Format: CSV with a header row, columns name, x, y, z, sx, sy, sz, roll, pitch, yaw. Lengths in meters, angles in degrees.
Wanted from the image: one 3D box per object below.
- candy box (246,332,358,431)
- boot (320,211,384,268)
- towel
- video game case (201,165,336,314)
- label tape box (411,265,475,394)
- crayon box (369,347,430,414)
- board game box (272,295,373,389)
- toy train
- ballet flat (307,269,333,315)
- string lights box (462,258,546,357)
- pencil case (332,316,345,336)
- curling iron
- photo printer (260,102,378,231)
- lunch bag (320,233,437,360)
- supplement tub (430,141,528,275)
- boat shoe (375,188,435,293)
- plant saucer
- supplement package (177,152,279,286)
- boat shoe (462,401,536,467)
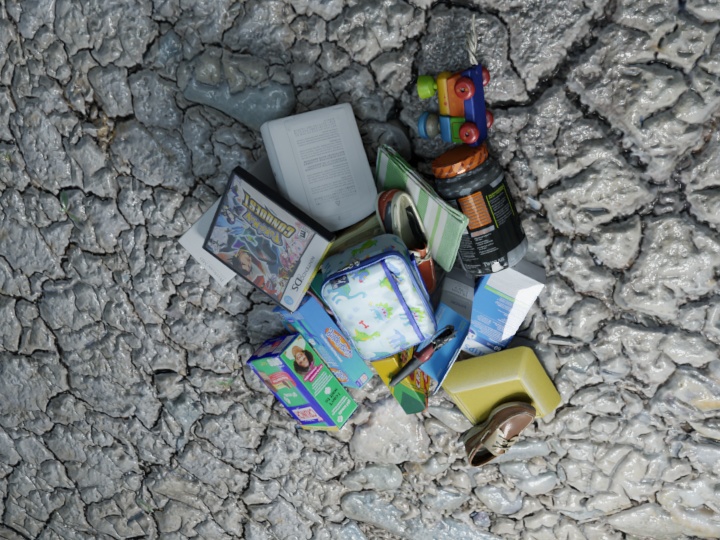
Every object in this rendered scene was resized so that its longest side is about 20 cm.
name,x,y,z,sx,sy,sz,roll,pitch,yaw
candy box,-0.121,0.232,1.512,0.201,0.077,0.168,50,150,-13
boot,0.000,0.000,1.290,0.199,0.073,0.157,-32,103,-15
towel,0.095,-0.106,1.252,0.200,0.023,0.153,44,154,20
video game case,-0.157,-0.047,1.229,0.199,0.026,0.182,35,129,4
label tape box,0.146,0.101,1.321,0.065,0.201,0.144,23,122,0
crayon box,0.074,0.161,1.390,0.050,0.128,0.201,-13,131,24
board game box,-0.076,0.141,1.460,0.201,0.045,0.152,54,157,-14
toy train,0.141,-0.303,1.182,0.114,0.085,0.202,6,120,30
ballet flat,-0.087,0.015,1.366,0.200,0.069,0.071,46,166,19
string lights box,0.249,0.069,1.355,0.102,0.059,0.202,26,122,2
pencil case,-0.008,0.028,1.402,0.089,0.083,0.203,0,119,-5
curling iron,0.101,0.148,1.267,0.026,0.049,0.200,57,137,15
photo printer,-0.064,-0.167,1.244,0.164,0.069,0.203,-17,88,-16
lunch bag,0.034,0.046,1.228,0.159,0.083,0.201,-21,123,10
supplement tub,0.197,-0.104,1.240,0.121,0.123,0.202,-15,112,24
boat shoe,0.086,-0.044,1.245,0.062,0.071,0.202,8,125,55
plant saucer,0.262,0.238,1.409,0.198,0.049,0.200,-17,133,25
supplement package,-0.209,-0.090,1.329,0.121,0.120,0.199,46,122,-10
boat shoe,0.267,0.317,1.405,0.075,0.072,0.201,20,136,-15
